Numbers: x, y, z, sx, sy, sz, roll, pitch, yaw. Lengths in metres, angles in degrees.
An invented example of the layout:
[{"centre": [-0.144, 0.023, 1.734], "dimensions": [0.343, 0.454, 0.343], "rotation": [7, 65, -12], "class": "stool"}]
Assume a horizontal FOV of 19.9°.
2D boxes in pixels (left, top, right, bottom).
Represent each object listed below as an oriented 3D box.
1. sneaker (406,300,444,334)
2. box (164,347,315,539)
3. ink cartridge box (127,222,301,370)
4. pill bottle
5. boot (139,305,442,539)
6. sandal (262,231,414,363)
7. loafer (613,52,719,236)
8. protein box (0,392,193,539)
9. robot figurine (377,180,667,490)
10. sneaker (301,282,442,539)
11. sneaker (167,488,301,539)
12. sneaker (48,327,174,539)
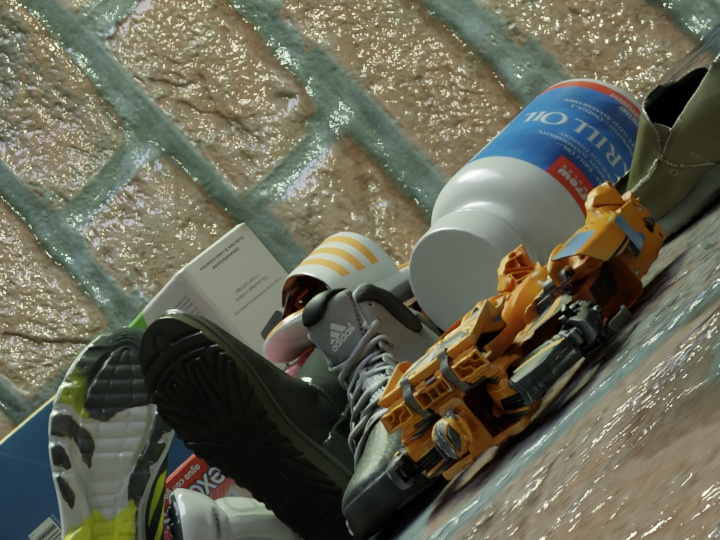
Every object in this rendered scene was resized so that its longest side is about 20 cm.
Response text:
[{"centre": [0.064, 0.039, 1.422], "dimensions": [0.200, 0.070, 0.090], "rotation": [-41, -4, -24], "class": "sneaker"}, {"centre": [-0.075, 0.154, 1.370], "dimensions": [0.200, 0.096, 0.100], "rotation": [-43, -2, 25], "class": "box"}, {"centre": [-0.081, 0.089, 1.579], "dimensions": [0.084, 0.200, 0.145], "rotation": [-39, -2, -42], "class": "ink cartridge box"}, {"centre": [0.114, -0.036, 1.332], "dimensions": [0.112, 0.112, 0.200], "rotation": [-43, 1, 43], "class": "pill bottle"}, {"centre": [-0.026, 0.058, 1.218], "dimensions": [0.072, 0.182, 0.200], "rotation": [-37, 8, 35], "class": "boot"}, {"centre": [-0.004, 0.004, 1.413], "dimensions": [0.206, 0.060, 0.079], "rotation": [-25, -11, -46], "class": "sandal"}, {"centre": [0.189, -0.079, 1.142], "dimensions": [0.075, 0.070, 0.200], "rotation": [-43, 0, -29], "class": "loafer"}, {"centre": [-0.199, 0.201, 1.516], "dimensions": [0.200, 0.199, 0.135], "rotation": [-42, 0, -41], "class": "protein box"}, {"centre": [0.077, 0.034, 1.030], "dimensions": [0.145, 0.058, 0.200], "rotation": [-39, 2, 37], "class": "robot figurine"}, {"centre": [0.002, 0.068, 1.129], "dimensions": [0.075, 0.116, 0.200], "rotation": [-43, 0, 20], "class": "sneaker"}, {"centre": [-0.076, 0.183, 1.239], "dimensions": [0.080, 0.076, 0.200], "rotation": [-7, -20, -9], "class": "sneaker"}, {"centre": [-0.151, 0.136, 1.224], "dimensions": [0.085, 0.074, 0.202], "rotation": [106, 170, -78], "class": "sneaker"}]
